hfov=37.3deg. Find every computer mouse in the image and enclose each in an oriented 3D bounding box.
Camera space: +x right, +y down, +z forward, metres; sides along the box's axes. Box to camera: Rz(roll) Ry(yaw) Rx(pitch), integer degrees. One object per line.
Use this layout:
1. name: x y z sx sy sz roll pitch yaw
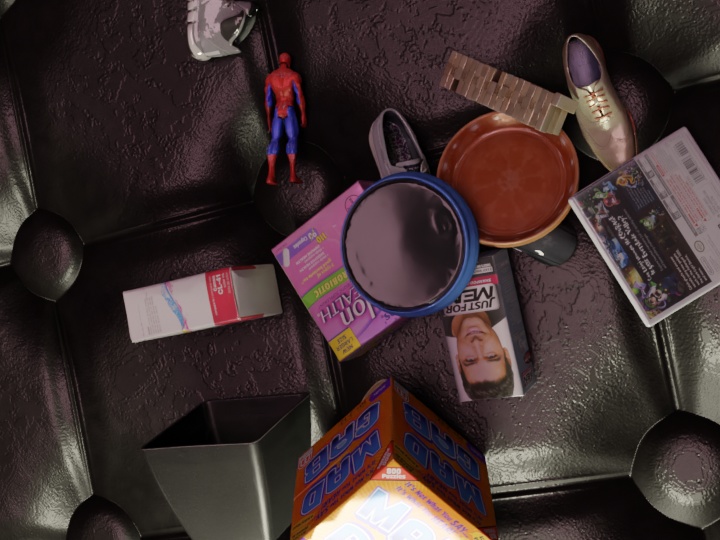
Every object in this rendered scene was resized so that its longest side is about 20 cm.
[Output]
1. computer mouse: 0.197 -0.052 1.515 0.200 0.046 0.141 38 105 16

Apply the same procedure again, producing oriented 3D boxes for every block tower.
1. block tower: 0.198 -0.245 1.471 0.199 0.054 0.058 30 105 35

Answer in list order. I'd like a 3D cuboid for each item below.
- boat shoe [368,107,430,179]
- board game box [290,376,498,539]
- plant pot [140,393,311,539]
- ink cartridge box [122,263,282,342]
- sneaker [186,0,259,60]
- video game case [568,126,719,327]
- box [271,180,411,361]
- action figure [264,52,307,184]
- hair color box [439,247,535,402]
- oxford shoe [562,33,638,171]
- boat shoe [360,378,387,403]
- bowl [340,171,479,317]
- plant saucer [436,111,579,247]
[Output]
1. boat shoe: 0.063 -0.140 1.529 0.070 0.072 0.202 -17 73 -14
2. board game box: 0.044 0.317 1.480 0.200 0.200 0.200 41 110 -17
3. plant pot: -0.186 0.310 1.628 0.198 0.199 0.179 -6 102 22
4. ink cartridge box: -0.243 0.049 1.651 0.198 0.147 0.086 -10 89 22
5. sneaker: -0.212 -0.431 1.657 0.114 0.075 0.202 0 103 18
6. video game case: 0.403 -0.058 1.410 0.181 0.023 0.201 -32 85 3
7. box: 0.000 0.000 1.574 0.175 0.097 0.201 -36 80 20
8. action figure: -0.116 -0.233 1.635 0.065 0.052 0.202 0 88 17
9. hair color box: 0.173 0.078 1.507 0.098 0.061 0.202 -10 98 28
10. oxford shoe: 0.316 -0.224 1.440 0.070 0.074 0.201 -25 84 21
11. boat shoe: 0.002 0.256 1.605 0.072 0.065 0.201 33 105 17
12. bowl: 0.063 -0.035 1.474 0.199 0.039 0.203 1 92 21
13. plant saucer: 0.205 -0.127 1.487 0.199 0.032 0.202 -5 72 16
